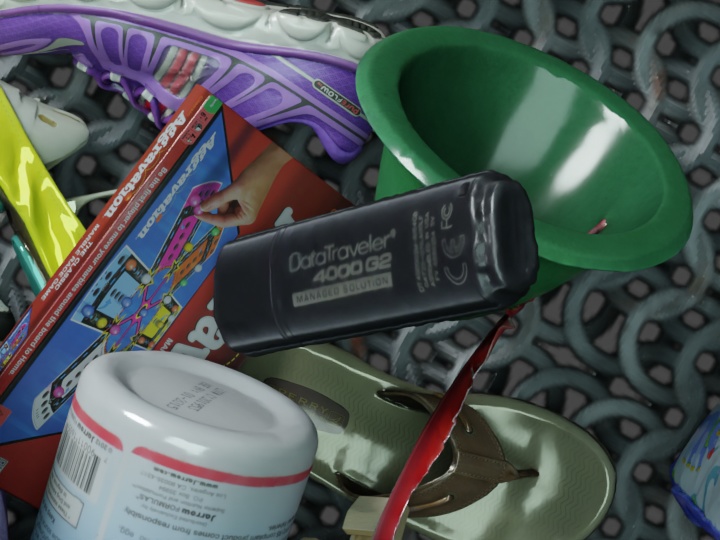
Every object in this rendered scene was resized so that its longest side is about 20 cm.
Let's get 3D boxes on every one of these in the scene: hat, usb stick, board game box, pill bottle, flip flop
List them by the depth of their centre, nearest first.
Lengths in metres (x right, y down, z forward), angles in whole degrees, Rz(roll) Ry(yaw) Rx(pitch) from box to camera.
[{"bbox_3d":[0.000,0.000,0.786,0.033,0.200,0.055,3,81,-35],"label":"usb stick"},{"bbox_3d":[-0.098,0.144,0.843,0.109,0.109,0.200,19,103,-2],"label":"pill bottle"},{"bbox_3d":[-0.096,0.023,0.870,0.103,0.019,0.200,36,91,-38],"label":"board game box"},{"bbox_3d":[0.037,0.007,0.883,0.166,0.200,0.176,39,124,16],"label":"hat"},{"bbox_3d":[0.024,0.084,0.906,0.200,0.058,0.081,23,93,-2],"label":"flip flop"}]

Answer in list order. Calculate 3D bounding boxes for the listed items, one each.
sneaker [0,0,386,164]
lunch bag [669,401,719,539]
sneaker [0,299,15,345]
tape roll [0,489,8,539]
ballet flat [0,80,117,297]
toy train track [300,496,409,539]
[{"bbox_3d":[-0.086,-0.092,0.884,0.200,0.081,0.083,11,100,-2],"label":"sneaker"},{"bbox_3d":[0.241,0.067,0.852,0.200,0.170,0.127,-29,93,1],"label":"lunch bag"},{"bbox_3d":[-0.230,-0.038,0.885,0.200,0.076,0.088,40,93,-4],"label":"sneaker"},{"bbox_3d":[-0.266,0.125,0.886,0.200,0.066,0.200,-1,94,-11],"label":"tape roll"},{"bbox_3d":[-0.147,-0.034,0.897,0.067,0.067,0.200,-32,99,-12],"label":"ballet flat"},{"bbox_3d":[-0.019,0.184,0.831,0.115,0.033,0.200,0,55,27],"label":"toy train track"}]
